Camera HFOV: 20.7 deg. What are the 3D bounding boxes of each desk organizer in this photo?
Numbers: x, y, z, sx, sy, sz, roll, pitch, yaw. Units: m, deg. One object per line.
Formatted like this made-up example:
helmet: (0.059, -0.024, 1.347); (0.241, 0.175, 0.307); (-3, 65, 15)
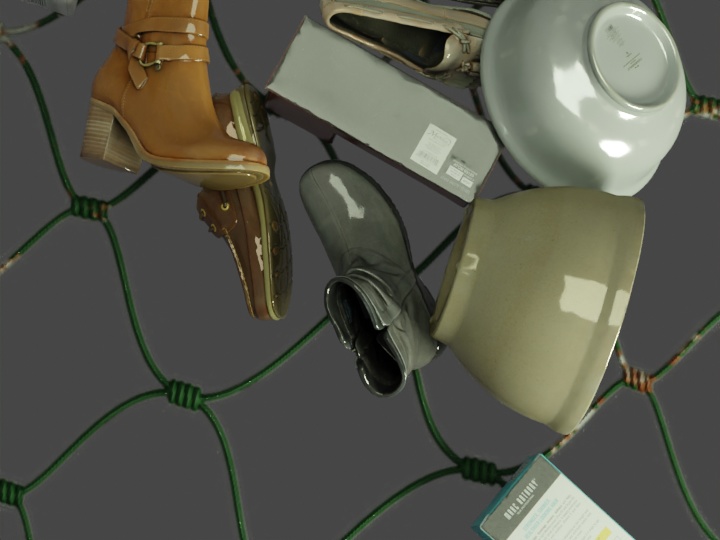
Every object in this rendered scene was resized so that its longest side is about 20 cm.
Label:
desk organizer: (0.019, -0.128, 1.668); (0.199, 0.077, 0.072); (29, 80, -2)

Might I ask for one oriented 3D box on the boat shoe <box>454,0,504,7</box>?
boat shoe: (0.052, -0.261, 1.694); (0.199, 0.072, 0.061); (1, 77, -9)

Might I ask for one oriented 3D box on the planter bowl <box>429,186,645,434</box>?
planter bowl: (0.134, 0.018, 1.600); (0.133, 0.200, 0.202); (17, 80, -2)

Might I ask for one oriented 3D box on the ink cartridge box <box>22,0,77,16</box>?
ink cartridge box: (-0.246, -0.336, 1.616); (0.083, 0.176, 0.202); (17, 80, -4)

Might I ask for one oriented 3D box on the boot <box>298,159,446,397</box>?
boot: (0.000, 0.000, 1.612); (0.070, 0.132, 0.201); (-36, 85, 21)

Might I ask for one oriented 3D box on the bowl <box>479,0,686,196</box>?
bowl: (0.205, -0.164, 1.653); (0.199, 0.090, 0.203); (11, 68, -29)

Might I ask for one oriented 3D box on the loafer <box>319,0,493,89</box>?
loafer: (0.054, -0.193, 1.671); (0.198, 0.072, 0.063); (22, 40, -12)

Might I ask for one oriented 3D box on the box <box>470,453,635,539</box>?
box: (0.193, 0.251, 1.648); (0.200, 0.049, 0.082); (42, 79, 0)

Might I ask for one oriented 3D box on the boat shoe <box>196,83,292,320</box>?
boat shoe: (-0.101, -0.053, 1.651); (0.067, 0.072, 0.202); (-13, 79, 11)

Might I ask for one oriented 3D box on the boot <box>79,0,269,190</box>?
boot: (-0.140, -0.152, 1.616); (0.076, 0.199, 0.157); (21, 82, -47)
